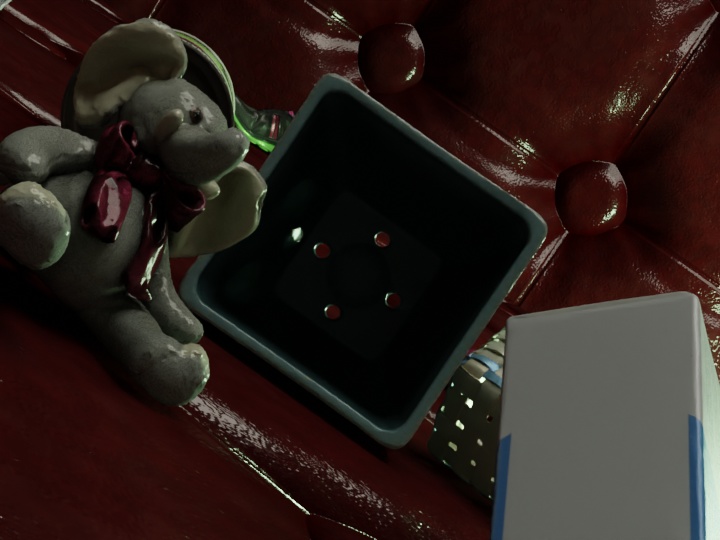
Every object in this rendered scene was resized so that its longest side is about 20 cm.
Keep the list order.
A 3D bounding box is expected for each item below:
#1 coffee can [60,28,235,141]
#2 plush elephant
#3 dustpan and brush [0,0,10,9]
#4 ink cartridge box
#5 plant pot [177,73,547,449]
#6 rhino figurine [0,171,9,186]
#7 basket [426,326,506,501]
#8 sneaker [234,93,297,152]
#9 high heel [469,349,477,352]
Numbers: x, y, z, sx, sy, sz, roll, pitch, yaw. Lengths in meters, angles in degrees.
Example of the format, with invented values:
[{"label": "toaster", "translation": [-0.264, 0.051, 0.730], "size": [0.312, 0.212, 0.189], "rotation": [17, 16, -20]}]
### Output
[{"label": "coffee can", "translation": [-0.185, -0.142, 1.458], "size": [0.146, 0.147, 0.200], "rotation": [34, 6, -9]}, {"label": "plush elephant", "translation": [-0.125, -0.046, 0.936], "size": [0.165, 0.155, 0.200], "rotation": [49, -8, -28]}, {"label": "dustpan and brush", "translation": [-0.499, -0.398, 2.122], "size": [0.139, 0.057, 0.200], "rotation": [34, 6, -7]}, {"label": "ink cartridge box", "translation": [0.119, 0.132, 0.672], "size": [0.145, 0.084, 0.201], "rotation": [-80, 154, -44]}, {"label": "plant pot", "translation": [0.000, 0.000, 1.238], "size": [0.196, 0.197, 0.200], "rotation": [35, -4, 1]}, {"label": "rhino figurine", "translation": [-0.252, -0.073, 0.987], "size": [0.087, 0.060, 0.200], "rotation": [30, 4, -3]}, {"label": "basket", "translation": [0.159, 0.116, 1.271], "size": [0.199, 0.140, 0.176], "rotation": [-17, 44, -42]}, {"label": "sneaker", "translation": [-0.144, -0.238, 2.685], "size": [0.199, 0.084, 0.077], "rotation": [32, 6, -23]}, {"label": "high heel", "translation": [0.180, 0.136, 1.611], "size": [0.199, 0.068, 0.096], "rotation": [32, -5, 23]}]
